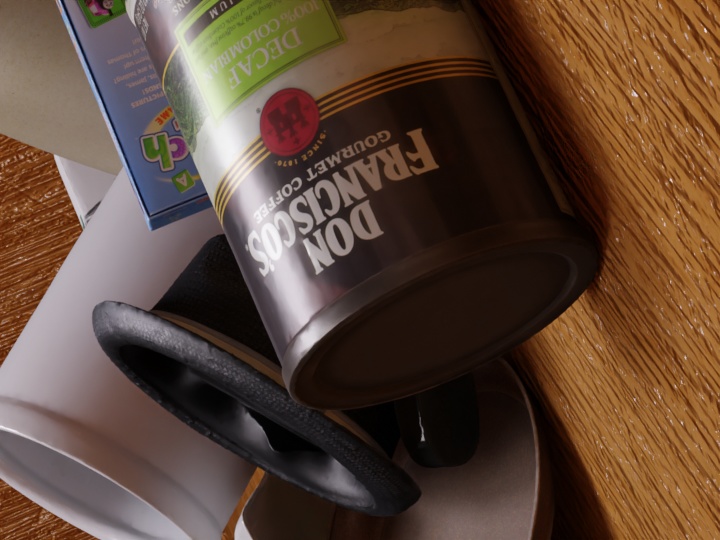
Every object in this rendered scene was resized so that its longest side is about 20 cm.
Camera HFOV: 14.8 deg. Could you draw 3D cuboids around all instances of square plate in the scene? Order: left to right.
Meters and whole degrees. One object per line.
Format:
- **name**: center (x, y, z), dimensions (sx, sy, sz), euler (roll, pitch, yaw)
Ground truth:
- **square plate**: center (-0.012, 0.197, 1.620), dimensions (0.199, 0.028, 0.200), euler (59, -166, -10)

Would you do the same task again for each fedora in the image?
- **fedora**: center (-0.041, 0.046, 1.473), dimensions (0.200, 0.092, 0.201), euler (28, 164, 9)

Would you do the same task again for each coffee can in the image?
- **coffee can**: center (-0.002, -0.060, 1.217), dimensions (0.146, 0.146, 0.201), euler (89, 158, -68)

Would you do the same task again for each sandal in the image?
- **sandal**: center (0.039, 0.001, 1.427), dimensions (0.075, 0.048, 0.202), euler (-22, -80, -57)

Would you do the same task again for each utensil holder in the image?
- **utensil holder**: center (-0.119, 0.051, 1.652), dimensions (0.169, 0.201, 0.170), euler (25, 161, 9)

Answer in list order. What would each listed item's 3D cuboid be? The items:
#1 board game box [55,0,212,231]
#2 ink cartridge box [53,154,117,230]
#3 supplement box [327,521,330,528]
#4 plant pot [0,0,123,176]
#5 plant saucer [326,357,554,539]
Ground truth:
- **board game box**: center (-0.086, -0.142, 1.541), dimensions (0.037, 0.151, 0.201), euler (101, 146, -77)
- **ink cartridge box**: center (-0.105, -0.026, 1.837), dimensions (0.084, 0.145, 0.201), euler (80, 167, -59)
- **supplement box**: center (0.069, 0.206, 1.567), dimensions (0.110, 0.086, 0.200), euler (52, -177, -34)
- **plant pot**: center (-0.176, -0.145, 1.728), dimensions (0.187, 0.199, 0.188), euler (-175, 90, -82)
- **plant saucer**: center (0.046, 0.141, 1.481), dimensions (0.200, 0.032, 0.201), euler (-36, 44, 45)
